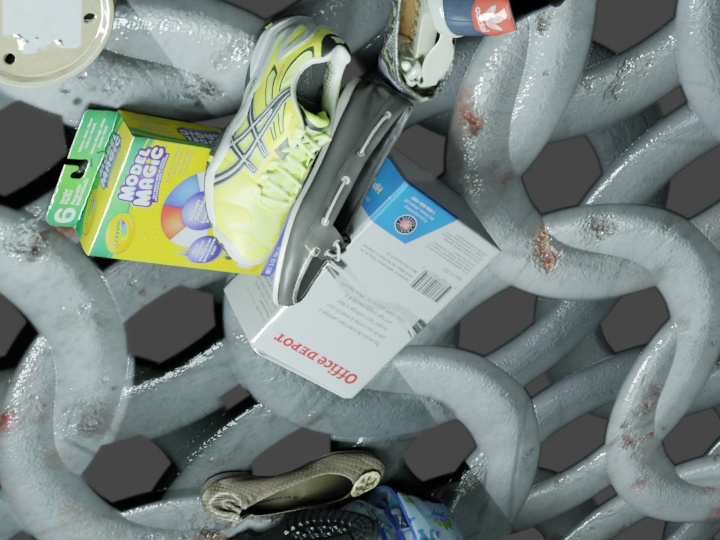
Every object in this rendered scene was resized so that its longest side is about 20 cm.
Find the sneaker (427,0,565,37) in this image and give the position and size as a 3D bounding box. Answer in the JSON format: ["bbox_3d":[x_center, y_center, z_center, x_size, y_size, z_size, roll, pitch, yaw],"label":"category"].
[{"bbox_3d":[0.138,-0.243,1.179,0.200,0.084,0.075,-51,135,-27],"label":"sneaker"}]

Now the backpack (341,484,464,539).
[{"bbox_3d":[0.031,0.346,1.596,0.147,0.200,0.183,16,119,-41],"label":"backpack"}]

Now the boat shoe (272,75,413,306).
[{"bbox_3d":[-0.015,-0.059,1.255,0.067,0.057,0.201,19,92,-79],"label":"boat shoe"}]

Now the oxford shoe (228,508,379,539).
[{"bbox_3d":[-0.060,0.297,1.560,0.199,0.073,0.085,-20,120,25],"label":"oxford shoe"}]

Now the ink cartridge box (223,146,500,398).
[{"bbox_3d":[0.000,0.000,1.363,0.200,0.084,0.146,-44,135,13],"label":"ink cartridge box"}]

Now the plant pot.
[{"bbox_3d":[-0.227,-0.208,0.976,0.187,0.200,0.188,-15,133,-17],"label":"plant pot"}]

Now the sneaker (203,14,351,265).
[{"bbox_3d":[-0.065,-0.100,1.201,0.075,0.076,0.201,10,98,-36],"label":"sneaker"}]

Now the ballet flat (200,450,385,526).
[{"bbox_3d":[-0.063,0.223,1.549,0.199,0.046,0.068,-4,130,-26],"label":"ballet flat"}]

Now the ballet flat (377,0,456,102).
[{"bbox_3d":[0.058,-0.219,1.218,0.072,0.072,0.201,-10,131,-21],"label":"ballet flat"}]

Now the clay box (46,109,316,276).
[{"bbox_3d":[-0.145,-0.061,1.256,0.199,0.048,0.115,6,122,-34],"label":"clay box"}]
